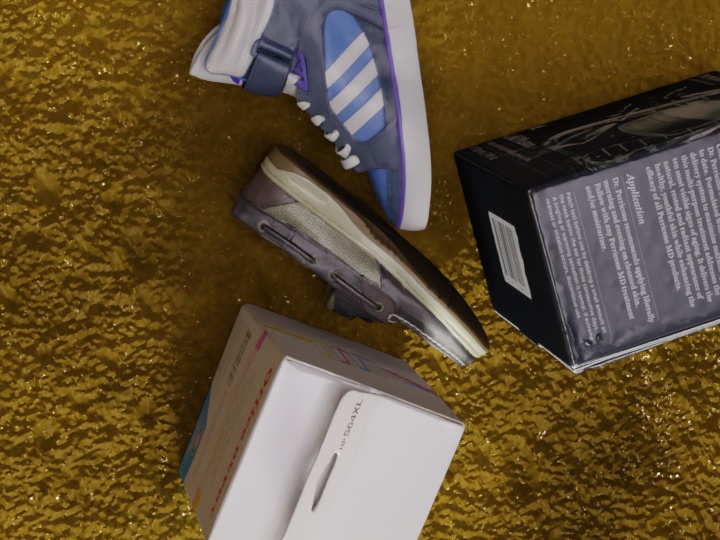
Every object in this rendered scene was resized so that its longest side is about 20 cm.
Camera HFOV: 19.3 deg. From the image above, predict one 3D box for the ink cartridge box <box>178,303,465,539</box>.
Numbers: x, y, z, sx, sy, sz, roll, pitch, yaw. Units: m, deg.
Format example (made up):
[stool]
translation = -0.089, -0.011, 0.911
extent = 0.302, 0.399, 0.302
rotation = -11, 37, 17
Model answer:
[ink cartridge box]
translation = -0.028, 0.117, 1.350
extent = 0.125, 0.200, 0.129
rotation = 21, 96, -14

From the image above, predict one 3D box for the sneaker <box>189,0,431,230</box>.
[sneaker]
translation = -0.035, -0.116, 1.375
extent = 0.146, 0.081, 0.200
rotation = -8, 105, -1

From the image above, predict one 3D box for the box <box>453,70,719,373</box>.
[box]
translation = 0.186, -0.038, 1.364
extent = 0.196, 0.200, 0.124
rotation = -17, 102, -8

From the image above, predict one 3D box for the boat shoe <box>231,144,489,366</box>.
[boat shoe]
translation = 0.000, 0.000, 1.407
extent = 0.200, 0.073, 0.065
rotation = 42, 101, -12
